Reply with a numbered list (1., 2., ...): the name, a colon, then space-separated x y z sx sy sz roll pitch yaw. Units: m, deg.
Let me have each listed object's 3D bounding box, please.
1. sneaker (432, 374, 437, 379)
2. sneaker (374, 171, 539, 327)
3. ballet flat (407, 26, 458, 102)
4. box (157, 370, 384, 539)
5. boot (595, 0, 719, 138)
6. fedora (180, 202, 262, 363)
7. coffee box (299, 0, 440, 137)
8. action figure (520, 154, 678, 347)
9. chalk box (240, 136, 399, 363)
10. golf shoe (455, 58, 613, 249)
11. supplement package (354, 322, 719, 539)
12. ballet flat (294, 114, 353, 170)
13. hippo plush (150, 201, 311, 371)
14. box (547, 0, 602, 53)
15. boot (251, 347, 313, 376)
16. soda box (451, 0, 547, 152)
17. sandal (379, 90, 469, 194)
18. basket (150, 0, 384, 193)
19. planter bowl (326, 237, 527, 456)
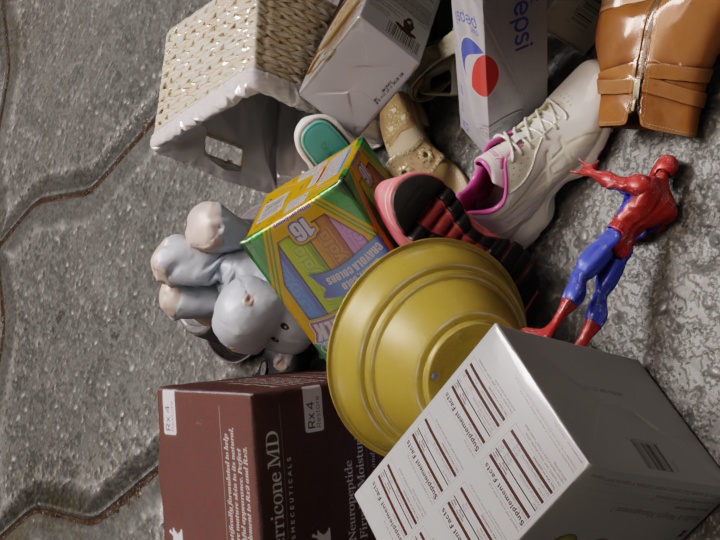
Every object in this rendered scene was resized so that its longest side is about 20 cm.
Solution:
1. sneaker: 0.068 0.160 1.153 0.073 0.082 0.203 0 81 18
2. sneaker: 0.088 -0.019 1.138 0.074 0.200 0.087 -48 21 -10
3. ballet flat: 0.106 -0.211 1.252 0.200 0.067 0.063 168 101 -65
4. box: -0.070 0.187 1.205 0.163 0.199 0.168 -3 90 49
5. boot: 0.283 -0.190 1.039 0.198 0.076 0.157 7 92 37
6. fedora: -0.159 0.005 1.476 0.176 0.090 0.202 14 89 50
7. coffee box: 0.017 -0.247 1.286 0.114 0.079 0.201 -45 17 36
8. action figure: 0.200 -0.020 1.070 0.201 0.065 0.099 -54 28 -6
9. chalk box: 0.000 0.000 1.197 0.123 0.201 0.125 -30 17 20
10. golf shoe: 0.161 -0.109 1.140 0.201 0.091 0.075 -59 41 16
11. supplement package: 0.142 0.177 0.989 0.201 0.190 0.148 -53 45 24
12. ballet flat: -0.001 -0.077 1.273 0.069 0.201 0.070 -33 16 11
13. hippo plush: -0.116 0.038 1.320 0.160 0.199 0.161 -54 48 28
14. box: 0.170 -0.307 1.199 0.095 0.077 0.201 -52 44 20
15. boot: -0.096 0.179 1.353 0.202 0.065 0.165 -65 27 7
16. soda box: 0.128 -0.202 1.136 0.201 0.068 0.064 82 161 -45
17. sandal: 0.048 -0.109 1.287 0.078 0.069 0.213 -46 47 30
18. basket: -0.101 -0.206 1.396 0.199 0.197 0.163 -21 60 44
19. planter bowl: 0.077 0.079 1.055 0.083 0.199 0.202 27 99 62
